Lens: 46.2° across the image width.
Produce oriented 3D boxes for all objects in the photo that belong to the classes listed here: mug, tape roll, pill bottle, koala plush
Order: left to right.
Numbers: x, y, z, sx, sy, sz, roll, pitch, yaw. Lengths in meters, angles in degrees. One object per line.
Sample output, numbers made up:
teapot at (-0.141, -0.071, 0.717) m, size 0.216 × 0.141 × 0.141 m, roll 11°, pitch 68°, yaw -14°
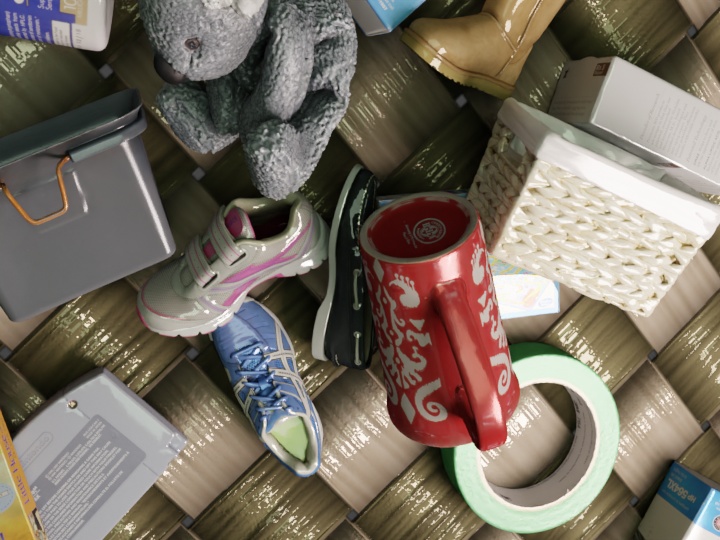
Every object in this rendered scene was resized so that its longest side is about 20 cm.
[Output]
pill bottle at (-0.301, -0.254, 0.681) m, size 0.196 × 0.120 × 0.123 m, roll 6°, pitch 99°, yaw -15°
koala plush at (-0.108, -0.199, 0.684) m, size 0.186 × 0.176 × 0.200 m, roll -56°, pitch 142°, yaw -5°
mug at (0.085, 0.048, 0.761) m, size 0.133 × 0.176 × 0.203 m, roll -36°, pitch 129°, yaw -29°
tape roll at (0.187, 0.184, 0.929) m, size 0.196 × 0.048 × 0.205 m, roll -3°, pitch 102°, yaw -14°

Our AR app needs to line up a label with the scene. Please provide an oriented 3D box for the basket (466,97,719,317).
basket at (0.209, -0.057, 0.797) m, size 0.196 × 0.136 × 0.125 m, roll 20°, pitch 110°, yaw -16°

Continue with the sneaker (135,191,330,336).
sneaker at (-0.122, -0.018, 0.777) m, size 0.198 × 0.082 × 0.089 m, roll -33°, pitch 149°, yaw -13°

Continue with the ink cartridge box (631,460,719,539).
ink cartridge box at (0.394, 0.354, 0.995) m, size 0.144 × 0.084 × 0.203 m, roll 28°, pitch 94°, yaw -17°

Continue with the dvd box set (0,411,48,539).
dvd box set at (-0.385, 0.188, 0.765) m, size 0.143 × 0.029 × 0.204 m, roll -18°, pitch 95°, yaw -2°

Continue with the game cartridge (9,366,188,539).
game cartridge at (-0.281, 0.197, 0.818) m, size 0.200 × 0.040 × 0.133 m, roll -46°, pitch 111°, yaw -2°

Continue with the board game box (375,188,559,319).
board game box at (0.111, -0.015, 0.877) m, size 0.195 × 0.034 × 0.138 m, roll -5°, pitch 102°, yaw -13°

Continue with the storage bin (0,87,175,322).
storage bin at (-0.255, -0.051, 0.730) m, size 0.197 × 0.146 × 0.136 m, roll -25°, pitch 116°, yaw -8°

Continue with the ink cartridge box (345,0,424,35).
ink cartridge box at (0.046, -0.339, 0.771) m, size 0.200 × 0.084 × 0.146 m, roll -42°, pitch 108°, yaw -4°

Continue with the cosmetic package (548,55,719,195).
cosmetic package at (0.301, -0.146, 0.867) m, size 0.196 × 0.102 × 0.075 m, roll 19°, pitch 95°, yaw -16°

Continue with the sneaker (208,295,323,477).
sneaker at (-0.086, 0.112, 0.829) m, size 0.075 × 0.077 × 0.202 m, roll -30°, pitch 105°, yaw -5°

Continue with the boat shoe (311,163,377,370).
boat shoe at (0.000, 0.000, 0.819) m, size 0.059 × 0.076 × 0.204 m, roll 15°, pitch 116°, yaw 14°

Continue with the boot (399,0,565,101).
boot at (0.136, -0.269, 0.770) m, size 0.174 × 0.066 × 0.202 m, roll 1°, pitch 125°, yaw -53°
